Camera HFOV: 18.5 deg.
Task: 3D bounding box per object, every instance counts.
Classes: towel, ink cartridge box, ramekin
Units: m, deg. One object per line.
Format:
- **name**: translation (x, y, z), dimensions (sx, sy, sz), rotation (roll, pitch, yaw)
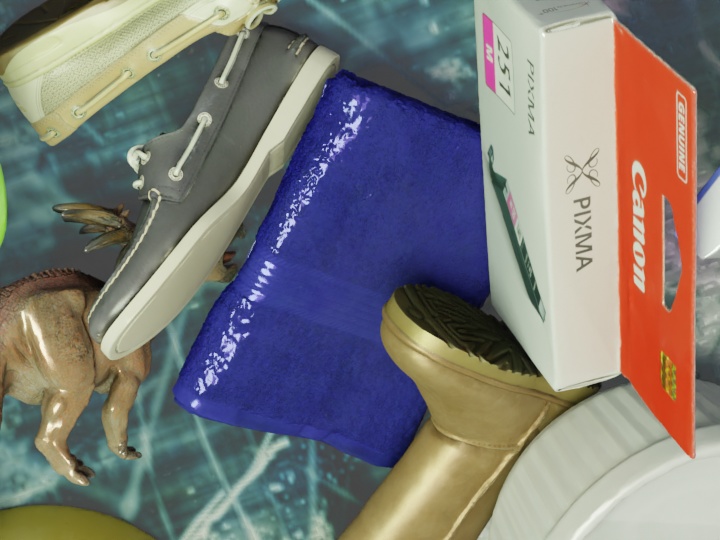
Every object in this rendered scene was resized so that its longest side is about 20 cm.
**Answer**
- **towel**: translation (0.000, 0.000, 1.165), dimensions (0.147, 0.050, 0.201), rotation (18, 108, -33)
- **ink cartridge box**: translation (0.106, -0.030, 1.059), dimensions (0.043, 0.174, 0.202), rotation (-12, 121, -12)
- **ramekin**: translation (0.159, 0.148, 1.172), dimensions (0.201, 0.094, 0.204), rotation (-11, 124, -17)

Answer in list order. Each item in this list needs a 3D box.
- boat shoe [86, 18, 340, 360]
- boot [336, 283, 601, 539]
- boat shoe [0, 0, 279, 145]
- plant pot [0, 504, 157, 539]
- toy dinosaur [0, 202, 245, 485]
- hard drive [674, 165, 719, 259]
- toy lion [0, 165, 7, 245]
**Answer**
- **boat shoe**: translation (-0.087, -0.045, 1.118), dimensions (0.062, 0.073, 0.201), rotation (32, 70, 7)
- **boot**: translation (0.024, 0.116, 1.170), dimensions (0.175, 0.066, 0.201), rotation (23, 109, -45)
- **boat shoe**: translation (-0.091, -0.130, 1.122), dimensions (0.199, 0.073, 0.063), rotation (-26, 114, 11)
- **plant pot**: translation (-0.175, 0.253, 1.183), dimensions (0.199, 0.189, 0.203), rotation (0, 107, -1)
- **toy dinosaur**: translation (-0.151, 0.027, 1.132), dimensions (0.085, 0.200, 0.137), rotation (16, 108, 25)
- **hard drive**: translation (0.224, -0.064, 1.083), dimensions (0.025, 0.200, 0.132), rotation (41, 105, 16)
- **toy lion**: translation (-0.242, -0.033, 1.107), dimensions (0.199, 0.068, 0.193), rotation (-4, 109, 47)
